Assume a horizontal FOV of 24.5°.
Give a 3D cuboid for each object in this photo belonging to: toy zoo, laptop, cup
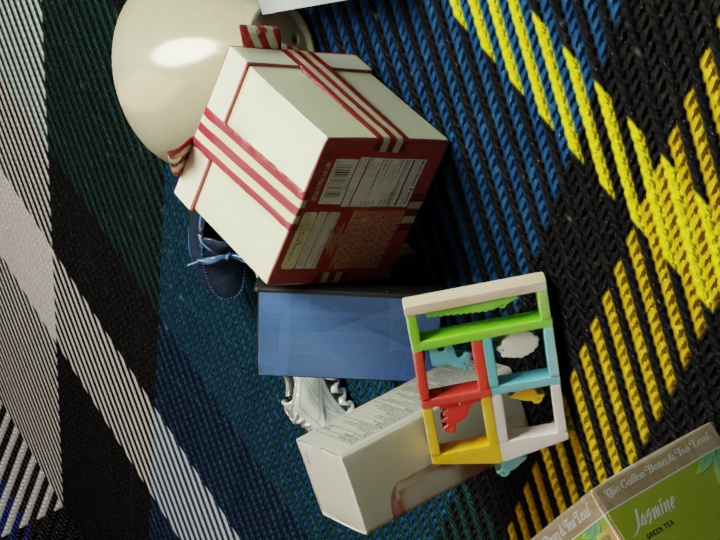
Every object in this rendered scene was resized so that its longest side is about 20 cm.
[{"bbox_3d":[0.117,0.104,1.512,0.020,0.130,0.201,-98,-2,-63],"label":"toy zoo"},{"bbox_3d":[-0.010,0.064,1.618,0.200,0.186,0.117,-109,21,-85],"label":"laptop"},{"bbox_3d":[-0.131,-0.211,1.680,0.143,0.200,0.201,-6,109,40],"label":"cup"}]

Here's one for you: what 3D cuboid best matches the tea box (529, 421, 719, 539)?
[{"bbox_3d":[0.254,0.263,1.368,0.197,0.133,0.200,59,155,15],"label":"tea box"}]

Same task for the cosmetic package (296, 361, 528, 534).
[{"bbox_3d":[0.053,0.165,1.603,0.103,0.199,0.088,12,124,63],"label":"cosmetic package"}]

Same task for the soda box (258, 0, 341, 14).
[{"bbox_3d":[-0.035,-0.283,1.534,0.200,0.063,0.069,6,117,62],"label":"soda box"}]

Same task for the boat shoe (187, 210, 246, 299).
[{"bbox_3d":[-0.176,-0.045,2.019,0.069,0.084,0.201,-130,24,-55],"label":"boat shoe"}]

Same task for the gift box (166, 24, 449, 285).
[{"bbox_3d":[-0.061,-0.110,1.547,0.187,0.199,0.185,44,117,37],"label":"gift box"}]

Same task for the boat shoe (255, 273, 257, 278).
[{"bbox_3d":[-0.090,-0.005,1.896,0.060,0.072,0.203,-19,99,61],"label":"boat shoe"}]

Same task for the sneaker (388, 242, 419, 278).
[{"bbox_3d":[0.000,0.000,1.735,0.085,0.074,0.200,65,148,16],"label":"sneaker"}]

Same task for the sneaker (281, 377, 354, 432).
[{"bbox_3d":[-0.046,0.170,1.962,0.201,0.081,0.075,65,154,-2],"label":"sneaker"}]
